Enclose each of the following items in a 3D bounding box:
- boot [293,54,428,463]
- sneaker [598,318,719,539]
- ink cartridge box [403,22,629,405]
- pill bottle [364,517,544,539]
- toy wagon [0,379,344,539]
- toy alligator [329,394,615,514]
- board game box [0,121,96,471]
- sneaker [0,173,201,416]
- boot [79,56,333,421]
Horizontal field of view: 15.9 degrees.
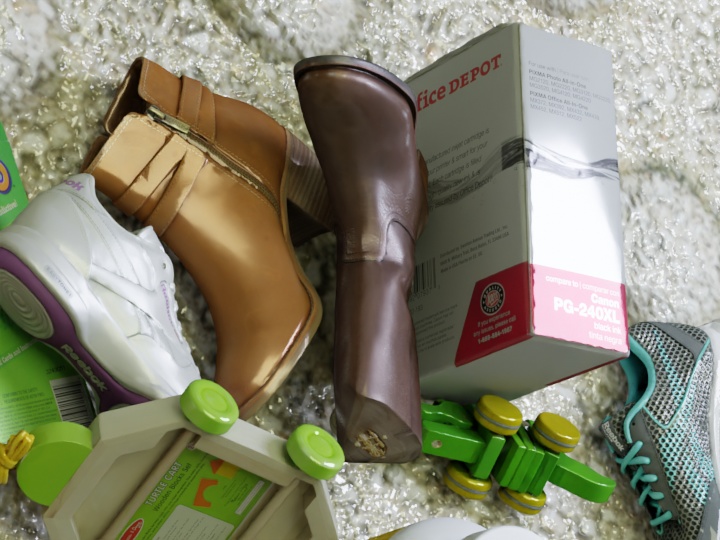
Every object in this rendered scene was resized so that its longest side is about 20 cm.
[{"bbox_3d":[0.000,0.000,1.475,0.187,0.064,0.201,53,38,-57],"label":"boot"},{"bbox_3d":[0.195,0.122,1.663,0.091,0.078,0.201,11,64,-14],"label":"sneaker"},{"bbox_3d":[0.087,-0.032,1.581,0.083,0.145,0.202,11,68,-32],"label":"ink cartridge box"},{"bbox_3d":[0.029,0.200,1.430,0.111,0.200,0.113,12,68,-31],"label":"pill bottle"},{"bbox_3d":[-0.110,0.124,1.398,0.199,0.155,0.040,26,29,-24],"label":"toy wagon"},{"bbox_3d":[0.066,0.101,1.587,0.199,0.060,0.054,17,21,-21],"label":"toy alligator"},{"bbox_3d":[-0.208,0.011,1.424,0.095,0.030,0.201,-10,82,-56],"label":"board game box"},{"bbox_3d":[-0.120,0.034,1.430,0.200,0.075,0.100,54,52,-22],"label":"sneaker"},{"bbox_3d":[-0.097,-0.018,1.500,0.154,0.074,0.201,32,47,-23],"label":"boot"}]
